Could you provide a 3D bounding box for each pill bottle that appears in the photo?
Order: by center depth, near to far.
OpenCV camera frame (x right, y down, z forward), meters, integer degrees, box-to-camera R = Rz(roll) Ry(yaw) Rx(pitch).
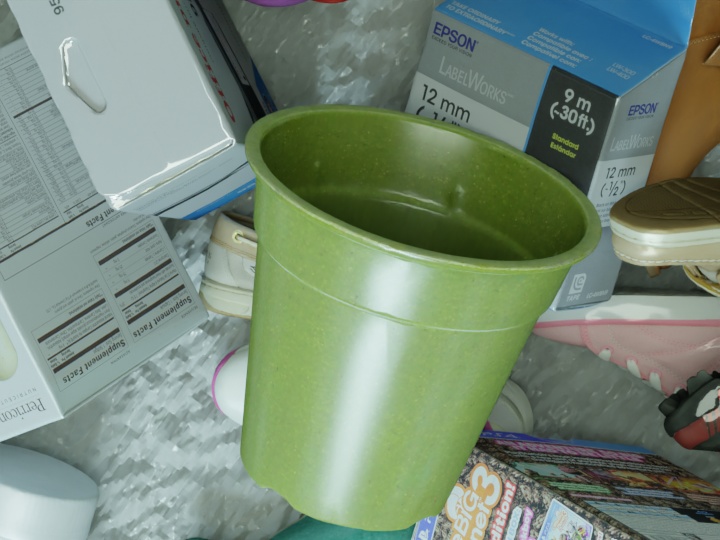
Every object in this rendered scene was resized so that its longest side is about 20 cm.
[{"bbox_3d":[-0.232,0.215,1.684,0.109,0.110,0.200,18,100,1],"label":"pill bottle"}]

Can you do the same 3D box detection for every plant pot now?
[{"bbox_3d":[0.013,0.035,1.518,0.200,0.200,0.190,15,113,1],"label":"plant pot"}]

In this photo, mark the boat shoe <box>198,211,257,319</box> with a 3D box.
[{"bbox_3d":[0.000,0.000,1.653,0.200,0.074,0.069,6,99,9],"label":"boat shoe"}]

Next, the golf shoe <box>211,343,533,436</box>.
[{"bbox_3d":[0.006,0.083,1.663,0.200,0.092,0.076,8,102,4],"label":"golf shoe"}]

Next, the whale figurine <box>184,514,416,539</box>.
[{"bbox_3d":[-0.014,0.196,1.676,0.199,0.104,0.159,-5,100,4],"label":"whale figurine"}]

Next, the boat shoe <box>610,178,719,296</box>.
[{"bbox_3d":[0.224,-0.013,1.582,0.200,0.074,0.069,-6,115,-34],"label":"boat shoe"}]

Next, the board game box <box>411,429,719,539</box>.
[{"bbox_3d":[0.151,0.171,1.564,0.159,0.200,0.097,8,102,-35],"label":"board game box"}]

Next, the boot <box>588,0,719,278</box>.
[{"bbox_3d":[0.219,-0.101,1.628,0.154,0.074,0.200,-9,104,-1],"label":"boot"}]

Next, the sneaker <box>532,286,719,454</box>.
[{"bbox_3d":[0.195,0.063,1.653,0.200,0.075,0.105,3,95,-1],"label":"sneaker"}]

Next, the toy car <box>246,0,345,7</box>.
[{"bbox_3d":[-0.026,-0.220,1.564,0.175,0.200,0.150,44,115,20],"label":"toy car"}]

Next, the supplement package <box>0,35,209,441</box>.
[{"bbox_3d":[-0.224,-0.012,1.605,0.152,0.151,0.200,-21,99,38],"label":"supplement package"}]

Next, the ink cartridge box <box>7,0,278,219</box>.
[{"bbox_3d":[-0.116,-0.111,1.570,0.084,0.200,0.145,-27,86,8],"label":"ink cartridge box"}]

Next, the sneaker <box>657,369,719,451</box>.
[{"bbox_3d":[0.273,0.084,1.584,0.200,0.071,0.098,-12,77,-17],"label":"sneaker"}]

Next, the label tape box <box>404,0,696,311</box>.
[{"bbox_3d":[0.102,-0.096,1.591,0.143,0.066,0.200,29,115,34],"label":"label tape box"}]
